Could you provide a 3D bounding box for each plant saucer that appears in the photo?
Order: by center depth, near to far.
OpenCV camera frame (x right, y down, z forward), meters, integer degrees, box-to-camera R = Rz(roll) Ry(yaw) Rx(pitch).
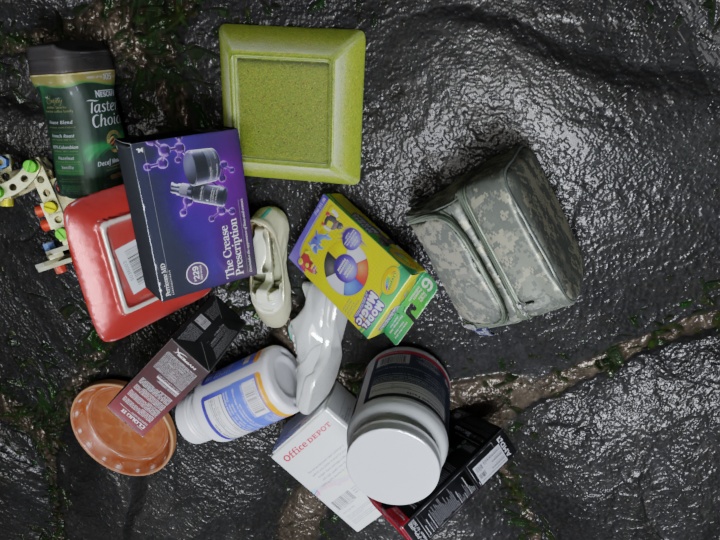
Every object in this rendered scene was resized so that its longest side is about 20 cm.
[{"bbox_3d":[-0.098,-0.214,0.749,0.198,0.048,0.202,6,113,9],"label":"plant saucer"},{"bbox_3d":[-0.427,0.283,1.028,0.198,0.032,0.202,4,114,10],"label":"plant saucer"}]

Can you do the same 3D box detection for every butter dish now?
[{"bbox_3d":[-0.339,-0.033,0.819,0.147,0.199,0.202,11,118,35],"label":"butter dish"}]

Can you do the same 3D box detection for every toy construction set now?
[{"bbox_3d":[-0.477,-0.086,0.851,0.130,0.092,0.201,-20,117,-8],"label":"toy construction set"}]

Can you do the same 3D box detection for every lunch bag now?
[{"bbox_3d":[0.168,-0.029,0.723,0.167,0.139,0.201,-22,106,38],"label":"lunch bag"}]

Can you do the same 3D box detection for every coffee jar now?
[{"bbox_3d":[-0.377,-0.206,0.774,0.085,0.104,0.202,5,114,21],"label":"coffee jar"}]

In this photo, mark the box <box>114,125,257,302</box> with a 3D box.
[{"bbox_3d":[-0.224,-0.079,0.746,0.140,0.079,0.202,-17,114,-30],"label":"box"}]

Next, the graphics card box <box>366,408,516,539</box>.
[{"bbox_3d":[0.116,0.295,0.825,0.200,0.125,0.051,-39,103,-18],"label":"graphics card box"}]

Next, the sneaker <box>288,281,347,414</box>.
[{"bbox_3d":[-0.077,0.114,0.865,0.088,0.075,0.202,16,95,22],"label":"sneaker"}]

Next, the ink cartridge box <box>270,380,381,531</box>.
[{"bbox_3d":[-0.023,0.303,0.927,0.200,0.088,0.145,42,113,-9],"label":"ink cartridge box"}]

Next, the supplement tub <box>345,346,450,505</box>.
[{"bbox_3d":[0.058,0.214,0.811,0.139,0.200,0.142,4,114,9],"label":"supplement tub"}]

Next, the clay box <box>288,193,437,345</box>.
[{"bbox_3d":[0.000,0.000,0.774,0.200,0.047,0.115,44,117,23],"label":"clay box"}]

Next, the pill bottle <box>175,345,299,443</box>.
[{"bbox_3d":[-0.195,0.206,0.907,0.199,0.112,0.113,-26,105,20],"label":"pill bottle"}]

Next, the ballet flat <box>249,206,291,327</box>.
[{"bbox_3d":[-0.140,0.006,0.838,0.069,0.070,0.202,5,113,9],"label":"ballet flat"}]

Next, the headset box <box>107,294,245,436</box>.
[{"bbox_3d":[-0.288,0.151,0.881,0.075,0.149,0.200,44,112,-9],"label":"headset box"}]
